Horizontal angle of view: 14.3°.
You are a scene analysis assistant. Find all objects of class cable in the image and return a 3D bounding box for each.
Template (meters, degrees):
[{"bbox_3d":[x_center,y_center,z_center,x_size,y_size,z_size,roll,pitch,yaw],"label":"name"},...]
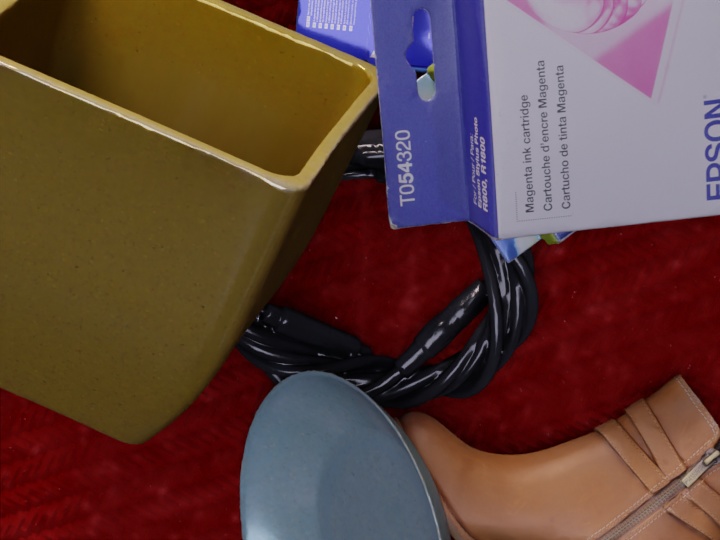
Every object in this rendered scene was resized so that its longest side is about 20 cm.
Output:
[{"bbox_3d":[0.000,0.000,1.644,0.199,0.051,0.164,-5,101,1],"label":"cable"}]

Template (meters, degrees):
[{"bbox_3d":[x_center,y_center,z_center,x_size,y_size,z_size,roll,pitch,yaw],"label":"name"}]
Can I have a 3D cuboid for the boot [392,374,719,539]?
[{"bbox_3d":[0.127,0.113,1.634,0.200,0.074,0.155,44,95,-6],"label":"boot"}]

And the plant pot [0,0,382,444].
[{"bbox_3d":[-0.124,-0.029,1.534,0.194,0.196,0.200,24,116,5],"label":"plant pot"}]

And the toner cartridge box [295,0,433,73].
[{"bbox_3d":[0.018,-0.215,1.616,0.095,0.043,0.201,6,97,6],"label":"toner cartridge box"}]

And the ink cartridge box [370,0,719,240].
[{"bbox_3d":[0.108,-0.117,1.516,0.199,0.043,0.197,-8,111,-5],"label":"ink cartridge box"}]

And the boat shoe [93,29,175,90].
[{"bbox_3d":[-0.119,-0.124,1.630,0.074,0.062,0.201,-5,99,4],"label":"boat shoe"}]

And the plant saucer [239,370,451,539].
[{"bbox_3d":[0.001,0.153,1.616,0.039,0.201,0.202,-10,97,-35],"label":"plant saucer"}]

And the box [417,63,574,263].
[{"bbox_3d":[0.133,-0.107,1.591,0.200,0.048,0.122,-36,96,-5],"label":"box"}]
